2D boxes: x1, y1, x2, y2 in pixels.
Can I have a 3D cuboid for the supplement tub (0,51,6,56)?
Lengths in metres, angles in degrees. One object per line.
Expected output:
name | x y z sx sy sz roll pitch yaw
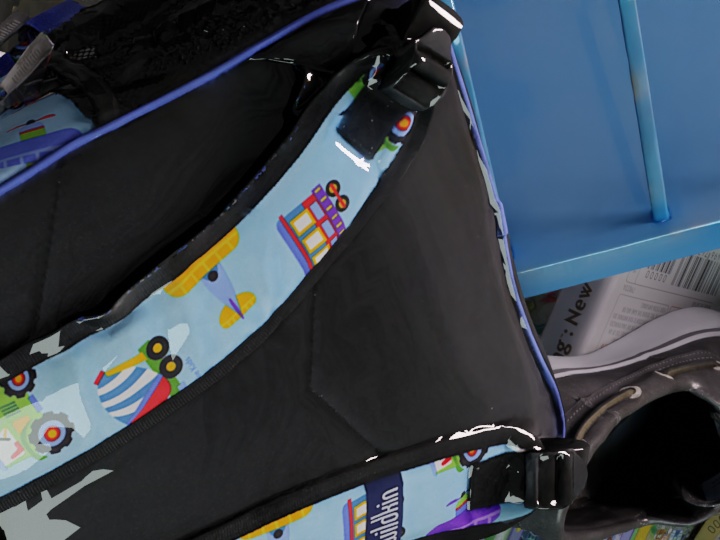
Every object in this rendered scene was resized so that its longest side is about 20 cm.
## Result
supplement tub | -0.177 0.026 0.782 0.199 0.141 0.140 -24 142 15

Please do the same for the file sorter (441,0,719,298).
file sorter | 0.110 -0.102 0.679 0.199 0.139 0.123 -14 140 3

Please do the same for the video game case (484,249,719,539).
video game case | 0.109 0.066 0.899 0.200 0.022 0.183 12 103 -56

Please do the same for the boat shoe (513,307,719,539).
boat shoe | 0.099 0.056 0.797 0.200 0.066 0.070 1 112 -54

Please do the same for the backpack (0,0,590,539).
backpack | -0.062 0.022 0.639 0.200 0.134 0.183 -31 124 -16

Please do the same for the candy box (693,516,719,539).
candy box | 0.213 0.079 0.959 0.200 0.055 0.115 -56 138 -4

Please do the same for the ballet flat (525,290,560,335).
ballet flat | 0.000 0.000 0.878 0.199 0.076 0.064 -10 105 -12
